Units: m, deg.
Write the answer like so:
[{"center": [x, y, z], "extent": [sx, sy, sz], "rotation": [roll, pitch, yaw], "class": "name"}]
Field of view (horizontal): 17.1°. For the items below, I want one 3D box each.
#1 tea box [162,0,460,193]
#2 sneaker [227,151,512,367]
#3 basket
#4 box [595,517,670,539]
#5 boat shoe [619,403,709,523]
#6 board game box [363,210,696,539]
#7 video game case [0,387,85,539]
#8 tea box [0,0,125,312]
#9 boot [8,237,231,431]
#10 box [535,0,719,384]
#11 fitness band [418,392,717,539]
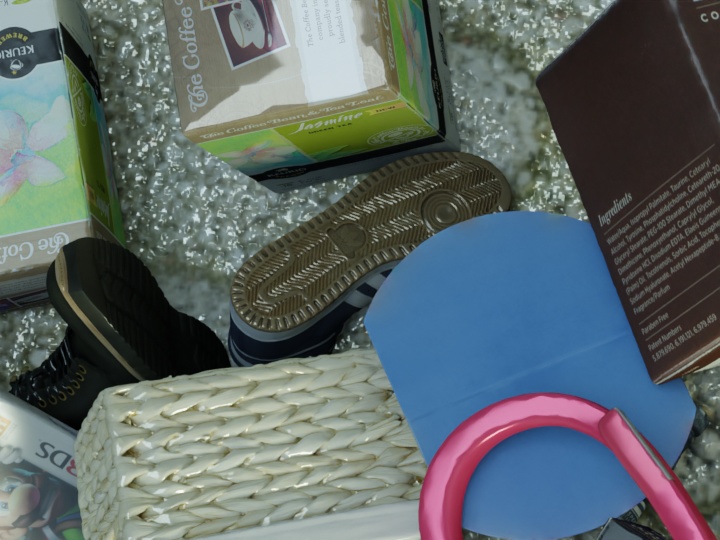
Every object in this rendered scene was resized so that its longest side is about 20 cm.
[{"center": [-0.034, -0.171, 1.459], "extent": [0.133, 0.197, 0.201], "rotation": [-12, 80, 14], "class": "tea box"}, {"center": [0.000, 0.000, 1.501], "extent": [0.200, 0.109, 0.070], "rotation": [-28, 71, -21], "class": "sneaker"}, {"center": [-0.065, 0.130, 1.418], "extent": [0.199, 0.136, 0.124], "rotation": [-6, 71, -19], "class": "basket"}, {"center": [0.218, 0.225, 1.363], "extent": [0.200, 0.141, 0.079], "rotation": [32, 88, 17], "class": "box"}, {"center": [0.114, 0.065, 1.459], "extent": [0.200, 0.071, 0.091], "rotation": [39, 79, 19], "class": "boat shoe"}, {"center": [0.099, 0.064, 1.404], "extent": [0.157, 0.039, 0.201], "rotation": [-22, 71, -7], "class": "board game box"}, {"center": [-0.220, 0.188, 1.481], "extent": [0.200, 0.182, 0.023], "rotation": [-53, 38, 4], "class": "video game case"}, {"center": [-0.266, -0.072, 1.521], "extent": [0.199, 0.134, 0.198], "rotation": [-12, 81, 2], "class": "tea box"}, {"center": [-0.178, 0.058, 1.469], "extent": [0.138, 0.200, 0.078], "rotation": [-16, 57, 16], "class": "boot"}, {"center": [0.231, -0.066, 1.356], "extent": [0.165, 0.164, 0.201], "rotation": [-15, 77, -25], "class": "box"}, {"center": [0.117, 0.159, 1.312], "extent": [0.143, 0.037, 0.200], "rotation": [-37, 68, 10], "class": "fitness band"}]
